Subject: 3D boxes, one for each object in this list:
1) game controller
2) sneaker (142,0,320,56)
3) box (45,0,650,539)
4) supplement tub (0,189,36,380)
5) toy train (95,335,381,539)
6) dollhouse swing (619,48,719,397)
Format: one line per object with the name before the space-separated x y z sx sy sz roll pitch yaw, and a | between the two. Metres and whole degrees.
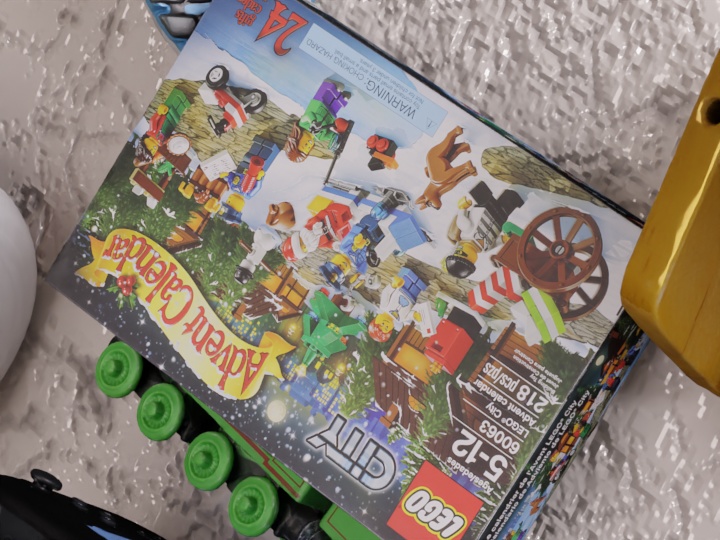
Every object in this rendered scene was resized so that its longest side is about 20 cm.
game controller | -0.050 0.127 0.985 0.200 0.104 0.042 29 100 39
sneaker | -0.075 -0.149 1.071 0.200 0.075 0.087 68 159 15
box | 0.000 0.000 0.960 0.200 0.038 0.137 35 97 27
supplement tub | -0.240 -0.021 1.143 0.200 0.140 0.140 38 110 37
toy train | -0.027 0.070 1.015 0.200 0.042 0.056 42 103 36
dollhouse swing | 0.150 0.001 0.775 0.200 0.176 0.182 33 107 37
